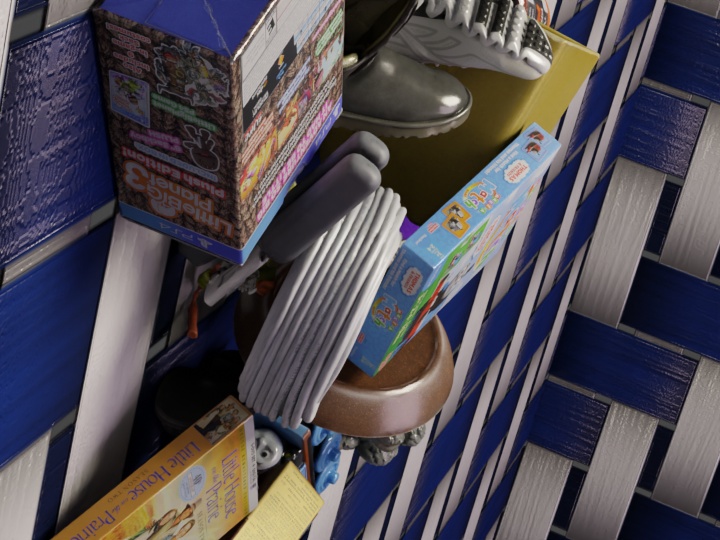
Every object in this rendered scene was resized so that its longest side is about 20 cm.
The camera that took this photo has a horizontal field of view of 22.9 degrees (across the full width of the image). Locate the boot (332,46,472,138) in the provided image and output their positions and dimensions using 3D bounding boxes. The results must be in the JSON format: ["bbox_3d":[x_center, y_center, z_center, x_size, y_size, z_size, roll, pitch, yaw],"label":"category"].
[{"bbox_3d":[0.014,-0.199,1.334,0.073,0.180,0.201,-106,-158,-49],"label":"boot"}]

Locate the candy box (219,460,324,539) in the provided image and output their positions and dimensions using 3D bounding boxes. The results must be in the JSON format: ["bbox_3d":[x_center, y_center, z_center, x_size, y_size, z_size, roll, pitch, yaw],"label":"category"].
[{"bbox_3d":[-0.127,0.263,1.555,0.116,0.057,0.200,-28,-165,43],"label":"candy box"}]

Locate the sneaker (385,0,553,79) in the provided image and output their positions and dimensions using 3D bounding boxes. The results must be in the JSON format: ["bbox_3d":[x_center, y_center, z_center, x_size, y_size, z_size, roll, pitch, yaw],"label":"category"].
[{"bbox_3d":[0.058,-0.195,1.425,0.075,0.199,0.081,-62,175,-55],"label":"sneaker"}]

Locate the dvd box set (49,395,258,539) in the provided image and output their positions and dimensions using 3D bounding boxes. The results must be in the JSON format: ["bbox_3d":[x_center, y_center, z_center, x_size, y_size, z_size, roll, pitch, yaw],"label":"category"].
[{"bbox_3d":[-0.161,0.201,1.374,0.200,0.029,0.147,-38,153,-26],"label":"dvd box set"}]

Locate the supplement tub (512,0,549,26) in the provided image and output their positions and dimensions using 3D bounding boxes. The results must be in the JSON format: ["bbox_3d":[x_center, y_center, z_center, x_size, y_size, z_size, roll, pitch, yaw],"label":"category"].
[{"bbox_3d":[0.133,-0.257,1.792,0.200,0.106,0.108,-9,120,-74],"label":"supplement tub"}]

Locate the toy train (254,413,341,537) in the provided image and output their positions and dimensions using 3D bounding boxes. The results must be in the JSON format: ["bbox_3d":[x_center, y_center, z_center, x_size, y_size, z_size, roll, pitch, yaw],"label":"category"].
[{"bbox_3d":[-0.075,0.186,1.709,0.115,0.086,0.200,-54,161,-27],"label":"toy train"}]

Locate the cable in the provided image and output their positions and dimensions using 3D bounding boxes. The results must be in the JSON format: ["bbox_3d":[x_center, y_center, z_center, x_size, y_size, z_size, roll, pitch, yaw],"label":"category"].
[{"bbox_3d":[-0.029,0.022,1.361,0.201,0.069,0.200,-64,-179,-37],"label":"cable"}]

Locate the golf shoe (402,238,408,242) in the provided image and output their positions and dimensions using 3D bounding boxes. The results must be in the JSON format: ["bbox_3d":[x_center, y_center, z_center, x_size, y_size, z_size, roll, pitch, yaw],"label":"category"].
[{"bbox_3d":[0.043,0.033,1.855,0.201,0.087,0.078,98,-6,-49],"label":"golf shoe"}]

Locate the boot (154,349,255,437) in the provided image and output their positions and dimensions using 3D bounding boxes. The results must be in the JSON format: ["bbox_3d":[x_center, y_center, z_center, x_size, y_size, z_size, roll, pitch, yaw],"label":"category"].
[{"bbox_3d":[-0.135,0.166,1.482,0.175,0.069,0.200,-71,166,13],"label":"boot"}]

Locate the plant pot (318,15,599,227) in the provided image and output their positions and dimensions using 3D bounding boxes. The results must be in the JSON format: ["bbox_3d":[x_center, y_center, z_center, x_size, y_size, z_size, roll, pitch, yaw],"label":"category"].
[{"bbox_3d":[0.070,-0.149,1.559,0.201,0.195,0.194,-64,167,10],"label":"plant pot"}]

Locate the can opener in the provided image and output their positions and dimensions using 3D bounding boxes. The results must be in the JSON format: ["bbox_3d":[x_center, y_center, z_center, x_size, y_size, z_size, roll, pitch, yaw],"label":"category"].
[{"bbox_3d":[-0.060,-0.037,1.273,0.200,0.066,0.053,-33,-153,38],"label":"can opener"}]

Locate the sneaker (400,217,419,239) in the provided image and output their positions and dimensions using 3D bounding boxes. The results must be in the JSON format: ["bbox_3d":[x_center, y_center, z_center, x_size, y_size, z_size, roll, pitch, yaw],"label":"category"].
[{"bbox_3d":[0.067,-0.102,1.874,0.201,0.069,0.100,-67,159,-17],"label":"sneaker"}]

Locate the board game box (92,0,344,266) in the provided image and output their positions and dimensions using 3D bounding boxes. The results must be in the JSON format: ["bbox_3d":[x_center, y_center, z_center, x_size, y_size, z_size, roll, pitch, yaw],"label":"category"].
[{"bbox_3d":[-0.086,-0.135,1.159,0.201,0.096,0.160,93,23,-53],"label":"board game box"}]

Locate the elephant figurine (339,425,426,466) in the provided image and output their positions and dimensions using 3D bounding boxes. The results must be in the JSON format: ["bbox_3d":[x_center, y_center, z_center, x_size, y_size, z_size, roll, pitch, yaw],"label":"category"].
[{"bbox_3d":[0.007,0.107,1.758,0.142,0.154,0.200,-64,164,-14],"label":"elephant figurine"}]

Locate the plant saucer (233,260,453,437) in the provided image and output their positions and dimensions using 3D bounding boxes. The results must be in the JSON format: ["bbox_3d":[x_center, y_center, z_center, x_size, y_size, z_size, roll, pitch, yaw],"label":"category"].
[{"bbox_3d":[-0.009,0.052,1.510,0.200,0.199,0.035,-53,171,-48],"label":"plant saucer"}]

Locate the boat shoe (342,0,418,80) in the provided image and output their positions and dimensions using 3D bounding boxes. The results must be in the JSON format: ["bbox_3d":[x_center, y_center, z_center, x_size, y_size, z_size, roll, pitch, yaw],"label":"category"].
[{"bbox_3d":[-0.022,-0.171,1.266,0.201,0.072,0.066,-38,-158,36],"label":"boat shoe"}]

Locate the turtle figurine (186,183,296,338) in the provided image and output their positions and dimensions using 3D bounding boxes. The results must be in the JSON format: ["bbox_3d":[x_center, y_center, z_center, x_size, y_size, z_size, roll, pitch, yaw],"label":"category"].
[{"bbox_3d":[-0.075,-0.039,1.407,0.200,0.064,0.162,-50,157,-52],"label":"turtle figurine"}]

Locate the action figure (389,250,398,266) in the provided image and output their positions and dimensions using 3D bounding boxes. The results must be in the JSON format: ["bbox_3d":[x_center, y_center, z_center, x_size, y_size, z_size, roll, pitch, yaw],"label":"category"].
[{"bbox_3d":[0.000,0.000,1.682,0.119,0.102,0.200,62,3,-37],"label":"action figure"}]

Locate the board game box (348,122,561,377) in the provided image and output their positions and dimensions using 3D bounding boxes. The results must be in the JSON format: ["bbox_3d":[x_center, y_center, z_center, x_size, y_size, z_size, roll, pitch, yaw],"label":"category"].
[{"bbox_3d":[0.076,-0.018,1.455,0.200,0.037,0.152,-44,167,-40],"label":"board game box"}]
